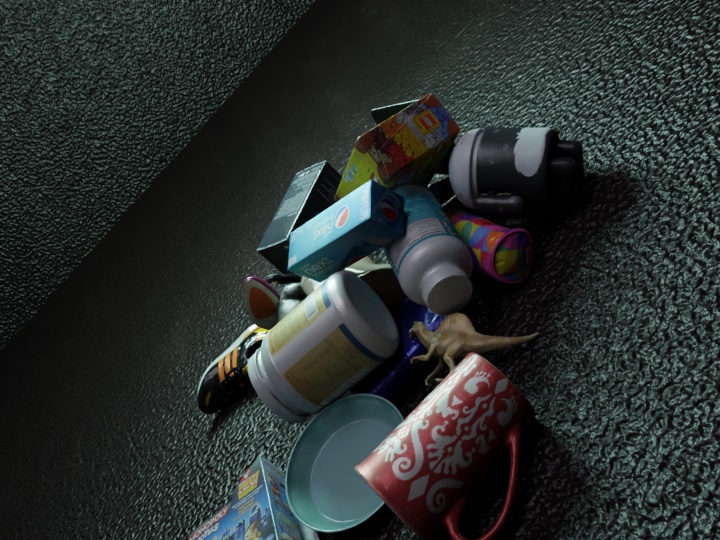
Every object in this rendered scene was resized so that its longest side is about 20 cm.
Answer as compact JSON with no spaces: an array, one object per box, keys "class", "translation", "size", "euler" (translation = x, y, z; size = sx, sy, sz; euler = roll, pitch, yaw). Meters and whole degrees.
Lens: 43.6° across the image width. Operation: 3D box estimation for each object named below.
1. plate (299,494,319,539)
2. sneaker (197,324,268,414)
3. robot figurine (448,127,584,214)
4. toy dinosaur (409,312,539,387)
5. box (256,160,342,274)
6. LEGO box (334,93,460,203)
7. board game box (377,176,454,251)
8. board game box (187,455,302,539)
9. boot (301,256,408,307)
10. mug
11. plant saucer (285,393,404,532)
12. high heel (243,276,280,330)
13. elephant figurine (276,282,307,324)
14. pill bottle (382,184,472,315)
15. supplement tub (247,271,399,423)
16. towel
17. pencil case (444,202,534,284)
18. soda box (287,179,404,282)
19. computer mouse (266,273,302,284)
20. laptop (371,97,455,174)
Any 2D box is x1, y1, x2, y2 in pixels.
[{"class":"plate","translation":[-0.123,0.410,1.251],"size":[0.199,0.032,0.201],"euler":[-44,26,12]},{"class":"sneaker","translation":[-0.228,0.187,1.673],"size":[0.201,0.070,0.090],"euler":[-50,23,-8]},{"class":"robot figurine","translation":[0.228,-0.147,1.331],"size":[0.196,0.150,0.128],"euler":[4,94,24]},{"class":"toy dinosaur","translation":[0.133,0.107,1.206],"size":[0.197,0.058,0.103],"euler":[3,72,35]},{"class":"box","translation":[-0.085,-0.080,1.728],"size":[0.103,0.148,0.202],"euler":[-15,40,47]},{"class":"LEGO box","translation":[0.052,-0.162,1.399],"size":[0.148,0.078,0.200],"euler":[-34,-11,-22]},{"class":"board game box","translation":[0.091,-0.097,1.501],"size":[0.134,0.035,0.200],"euler":[-37,-1,17]},{"class":"board game box","translation":[-0.160,0.371,1.256],"size":[0.199,0.062,0.201],"euler":[-39,26,20]},{"class":"boot","translation":[0.000,0.000,1.431],"size":[0.195,0.071,0.147],"euler":[-13,30,0]},{"class":"mug","translation":[0.120,0.223,1.068],"size":[0.200,0.177,0.134],"euler":[-47,-11,-8]},{"class":"plant saucer","translation":[-0.013,0.267,1.232],"size":[0.197,0.036,0.203],"euler":[-22,44,22]},{"class":"high heel","translation":[-0.152,0.064,1.582],"size":[0.066,0.202,0.097],"euler":[-17,39,9]},{"class":"elephant figurine","translation":[-0.038,0.078,1.481],"size":[0.197,0.141,0.159],"euler":[-4,77,35]},{"class":"pill bottle","translation":[0.094,-0.027,1.300],"size":[0.110,0.110,0.202],"euler":[-40,41,14]},{"class":"supplement tub","translation":[-0.056,0.115,1.319],"size":[0.199,0.144,0.146],"euler":[-40,27,18]},{"class":"towel","translation":[0.064,0.119,1.349],"size":[0.200,0.049,0.148],"euler":[-48,20,1]},{"class":"pencil case","translation":[0.181,-0.040,1.340],"size":[0.089,0.088,0.200],"euler":[-49,26,-3]},{"class":"soda box","translation":[-0.023,-0.053,1.319],"size":[0.198,0.067,0.065],"euler":[-28,50,44]},{"class":"computer mouse","translation":[-0.066,0.020,1.568],"size":[0.059,0.195,0.035],"euler":[-179,87,-82]},{"class":"laptop","translation":[0.142,-0.216,1.489],"size":[0.176,0.196,0.106],"euler":[5,96,58]}]
